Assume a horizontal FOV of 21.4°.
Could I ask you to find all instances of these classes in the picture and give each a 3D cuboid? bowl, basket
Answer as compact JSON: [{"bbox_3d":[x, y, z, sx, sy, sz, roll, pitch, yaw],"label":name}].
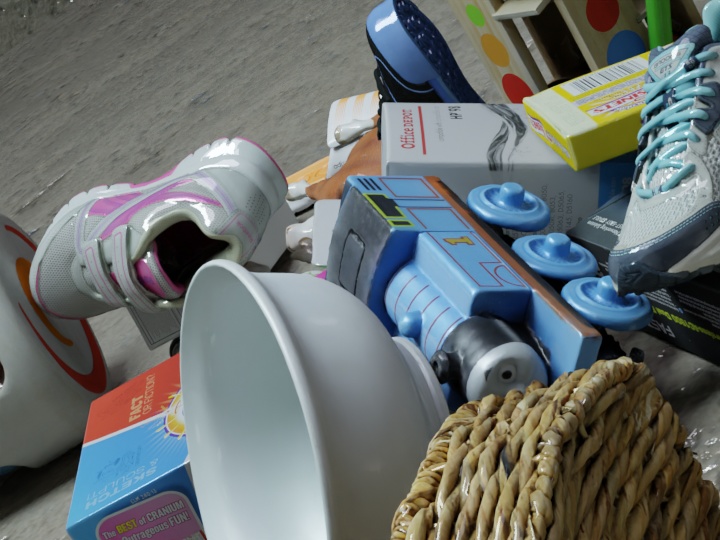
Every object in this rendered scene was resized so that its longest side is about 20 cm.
[{"bbox_3d":[-0.013,0.087,0.899,0.090,0.203,0.201,-9,10,-21],"label":"bowl"},{"bbox_3d":[0.043,0.134,0.705,0.148,0.143,0.200,-20,22,30],"label":"basket"}]

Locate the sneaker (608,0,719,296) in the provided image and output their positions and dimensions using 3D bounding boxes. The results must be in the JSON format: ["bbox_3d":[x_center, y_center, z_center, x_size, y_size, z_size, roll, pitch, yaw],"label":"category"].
[{"bbox_3d":[0.158,-0.065,0.914,0.077,0.087,0.200,-17,25,42],"label":"sneaker"}]

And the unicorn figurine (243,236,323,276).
[{"bbox_3d":[0.000,0.000,1.236,0.137,0.074,0.200,0,38,44],"label":"unicorn figurine"}]

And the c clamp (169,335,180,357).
[{"bbox_3d":[-0.099,0.069,1.279,0.170,0.027,0.200,-27,19,14],"label":"c clamp"}]

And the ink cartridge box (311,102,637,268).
[{"bbox_3d":[0.071,-0.050,1.104,0.198,0.067,0.116,0,22,-1],"label":"ink cartridge box"}]

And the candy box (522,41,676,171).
[{"bbox_3d":[0.195,-0.109,1.040,0.199,0.027,0.102,-20,21,-2],"label":"candy box"}]

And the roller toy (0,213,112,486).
[{"bbox_3d":[-0.276,0.061,1.334,0.139,0.200,0.183,-31,39,6],"label":"roller toy"}]

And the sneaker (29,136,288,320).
[{"bbox_3d":[-0.144,-0.014,1.252,0.199,0.081,0.088,-27,27,26],"label":"sneaker"}]

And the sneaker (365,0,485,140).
[{"bbox_3d":[0.039,-0.100,1.256,0.078,0.200,0.070,-25,50,14],"label":"sneaker"}]

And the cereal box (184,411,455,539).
[{"bbox_3d":[-0.036,0.091,1.106,0.199,0.040,0.144,-32,19,2],"label":"cereal box"}]

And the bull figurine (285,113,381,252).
[{"bbox_3d":[0.006,-0.063,1.381,0.200,0.065,0.121,-43,24,-30],"label":"bull figurine"}]

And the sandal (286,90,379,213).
[{"bbox_3d":[-0.018,-0.101,1.528,0.206,0.059,0.079,-26,20,17],"label":"sandal"}]

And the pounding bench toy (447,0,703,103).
[{"bbox_3d":[0.165,-0.173,1.262,0.124,0.157,0.200,-39,20,-22],"label":"pounding bench toy"}]

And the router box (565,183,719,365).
[{"bbox_3d":[0.212,-0.023,0.957,0.150,0.062,0.200,-37,19,-9],"label":"router box"}]

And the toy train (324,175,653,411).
[{"bbox_3d":[0.063,0.019,0.958,0.113,0.087,0.200,-2,29,-25],"label":"toy train"}]

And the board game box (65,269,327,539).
[{"bbox_3d":[-0.065,0.076,1.062,0.199,0.040,0.153,-29,21,9],"label":"board game box"}]

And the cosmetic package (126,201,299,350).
[{"bbox_3d":[-0.108,-0.009,1.411,0.082,0.051,0.200,-25,11,15],"label":"cosmetic package"}]
